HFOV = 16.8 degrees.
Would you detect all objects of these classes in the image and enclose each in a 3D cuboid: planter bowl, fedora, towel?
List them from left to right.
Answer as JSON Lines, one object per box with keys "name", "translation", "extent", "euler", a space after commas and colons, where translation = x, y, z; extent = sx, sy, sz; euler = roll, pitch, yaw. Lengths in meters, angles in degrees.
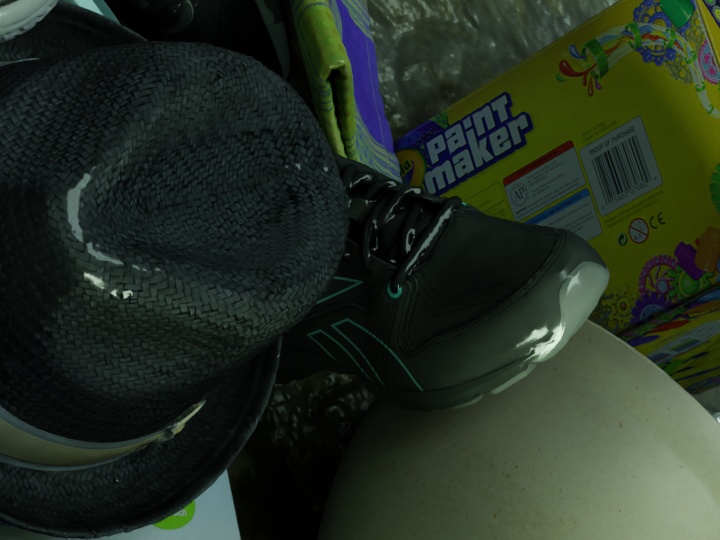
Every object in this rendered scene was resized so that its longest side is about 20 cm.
{"name": "fedora", "translation": [-0.071, -0.015, 0.757], "extent": [0.200, 0.091, 0.201], "euler": [27, 52, -41]}
{"name": "towel", "translation": [-0.011, -0.118, 0.980], "extent": [0.144, 0.023, 0.200], "euler": [70, 10, -54]}
{"name": "planter bowl", "translation": [0.058, 0.124, 0.892], "extent": [0.135, 0.200, 0.200], "euler": [-41, 100, -20]}

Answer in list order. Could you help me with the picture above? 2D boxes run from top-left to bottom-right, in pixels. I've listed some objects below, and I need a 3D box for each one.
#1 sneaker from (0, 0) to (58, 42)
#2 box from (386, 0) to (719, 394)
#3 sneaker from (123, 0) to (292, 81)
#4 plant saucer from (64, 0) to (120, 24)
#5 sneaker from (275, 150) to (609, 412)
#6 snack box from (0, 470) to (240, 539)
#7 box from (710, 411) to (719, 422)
{"name": "sneaker", "translation": [-0.181, -0.143, 0.720], "extent": [0.200, 0.115, 0.075], "euler": [23, 68, 18]}
{"name": "box", "translation": [0.139, -0.028, 1.023], "extent": [0.192, 0.200, 0.122], "euler": [-2, 70, -45]}
{"name": "sneaker", "translation": [-0.106, -0.138, 0.947], "extent": [0.087, 0.076, 0.200], "euler": [-36, 110, -14]}
{"name": "plant saucer", "translation": [-0.137, -0.059, 0.825], "extent": [0.200, 0.036, 0.200], "euler": [24, 50, -32]}
{"name": "sneaker", "translation": [0.000, 0.000, 0.864], "extent": [0.075, 0.200, 0.079], "euler": [-51, 120, -31]}
{"name": "snack box", "translation": [-0.113, 0.073, 0.832], "extent": [0.142, 0.053, 0.201], "euler": [7, 62, -44]}
{"name": "box", "translation": [0.180, 0.163, 1.033], "extent": [0.112, 0.101, 0.201], "euler": [-6, 74, -45]}
